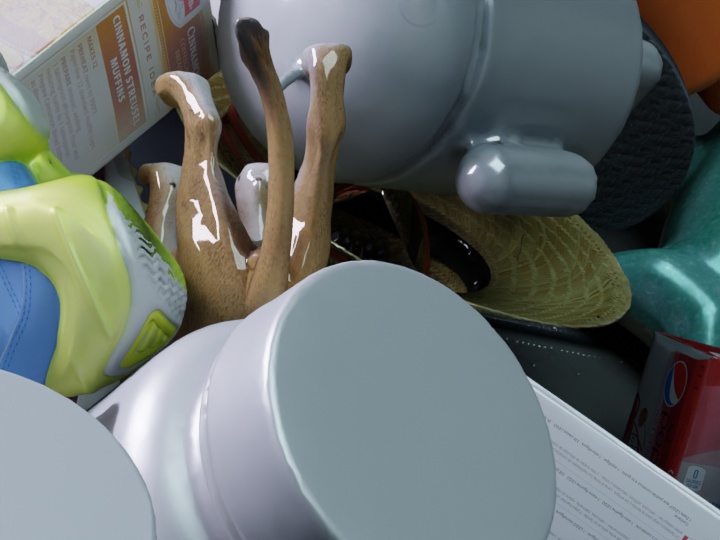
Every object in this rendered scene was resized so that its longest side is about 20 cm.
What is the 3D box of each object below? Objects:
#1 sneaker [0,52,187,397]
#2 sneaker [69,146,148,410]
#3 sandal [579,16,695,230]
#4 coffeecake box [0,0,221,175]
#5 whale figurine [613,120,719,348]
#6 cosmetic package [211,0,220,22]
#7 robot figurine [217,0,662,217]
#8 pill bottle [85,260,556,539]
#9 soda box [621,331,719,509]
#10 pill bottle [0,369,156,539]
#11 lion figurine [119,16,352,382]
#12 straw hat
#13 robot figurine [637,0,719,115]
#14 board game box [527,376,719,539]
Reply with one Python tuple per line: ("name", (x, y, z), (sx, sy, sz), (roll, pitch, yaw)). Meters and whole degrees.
("sneaker", (-0.144, -0.029, 0.631), (0.105, 0.076, 0.200), (-39, 61, -6))
("sneaker", (-0.133, -0.016, 0.795), (0.090, 0.075, 0.200), (2, 42, -38))
("sandal", (0.084, -0.105, 0.907), (0.200, 0.076, 0.043), (56, 15, -27))
("coffeecake box", (-0.174, -0.073, 0.757), (0.153, 0.073, 0.200), (30, 57, 27))
("whale figurine", (0.193, -0.020, 0.977), (0.200, 0.104, 0.159), (-25, 61, -42))
("cosmetic package", (-0.025, -0.181, 0.911), (0.108, 0.085, 0.200), (7, 74, -51))
("robot figurine", (0.028, -0.085, 0.794), (0.200, 0.113, 0.170), (5, 42, -47))
("pill bottle", (-0.043, 0.084, 0.607), (0.114, 0.200, 0.114), (22, 51, -30))
("soda box", (0.211, 0.085, 0.876), (0.200, 0.070, 0.063), (14, 4, -15))
("pill bottle", (-0.121, 0.121, 0.533), (0.112, 0.200, 0.112), (16, 38, -13))
("lion figurine", (-0.043, 0.010, 0.673), (0.072, 0.200, 0.123), (3, 72, -3))
("straw hat", (0.000, 0.000, 0.842), (0.201, 0.085, 0.201), (24, 21, -10))
("robot figurine", (0.119, -0.154, 0.959), (0.144, 0.200, 0.117), (-1, 41, 34))
("board game box", (0.067, 0.120, 0.723), (0.200, 0.126, 0.035), (35, -3, 10))
